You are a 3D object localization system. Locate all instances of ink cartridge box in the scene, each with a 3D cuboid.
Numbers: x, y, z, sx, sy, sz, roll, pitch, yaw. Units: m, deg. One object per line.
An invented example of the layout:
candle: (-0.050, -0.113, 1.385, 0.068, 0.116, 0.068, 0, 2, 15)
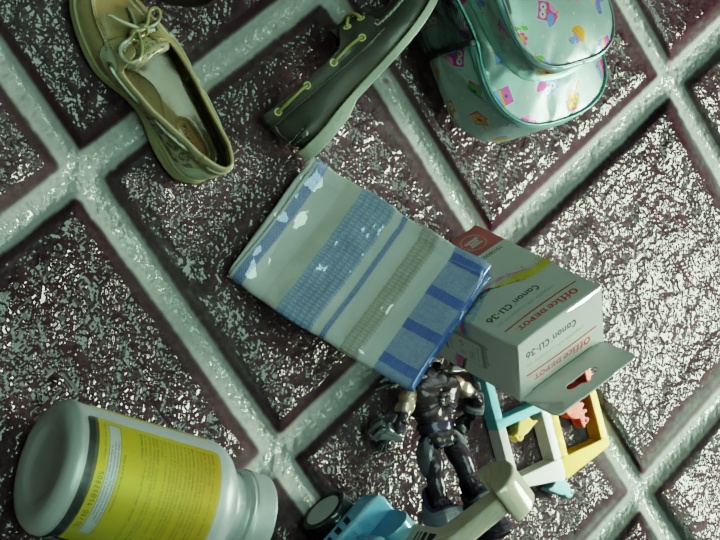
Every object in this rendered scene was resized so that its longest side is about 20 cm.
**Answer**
ink cartridge box: (0.140, 0.043, 1.545, 0.116, 0.200, 0.068, -34, 133, -30)

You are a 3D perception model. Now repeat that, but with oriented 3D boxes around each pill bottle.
pill bottle: (-0.172, 0.182, 1.389, 0.200, 0.112, 0.112, 21, 76, -30)

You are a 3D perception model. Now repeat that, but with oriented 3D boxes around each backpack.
backpack: (0.148, -0.226, 1.602, 0.176, 0.153, 0.200, -23, 102, -36)

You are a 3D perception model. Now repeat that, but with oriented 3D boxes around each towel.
towel: (0.000, 0.000, 1.504, 0.200, 0.024, 0.147, 32, 67, 10)

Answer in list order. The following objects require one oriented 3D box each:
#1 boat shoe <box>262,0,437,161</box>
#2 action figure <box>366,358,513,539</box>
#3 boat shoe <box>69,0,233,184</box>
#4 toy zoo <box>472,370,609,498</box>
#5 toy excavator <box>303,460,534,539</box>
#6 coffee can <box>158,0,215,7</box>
boat shoe: (-0.006, -0.193, 1.520, 0.061, 0.072, 0.201, 39, 87, -9)
action figure: (0.072, 0.161, 1.578, 0.130, 0.069, 0.200, -11, 82, -26)
boat shoe: (-0.171, -0.165, 1.441, 0.073, 0.063, 0.200, -43, 109, -27)
toy zoo: (0.177, 0.129, 1.674, 0.131, 0.020, 0.200, -20, 98, -32)
toy excavator: (0.037, 0.244, 1.469, 0.194, 0.200, 0.100, -46, 111, -26)
coffee can: (-0.139, -0.343, 1.423, 0.146, 0.146, 0.200, 36, 69, -26)
